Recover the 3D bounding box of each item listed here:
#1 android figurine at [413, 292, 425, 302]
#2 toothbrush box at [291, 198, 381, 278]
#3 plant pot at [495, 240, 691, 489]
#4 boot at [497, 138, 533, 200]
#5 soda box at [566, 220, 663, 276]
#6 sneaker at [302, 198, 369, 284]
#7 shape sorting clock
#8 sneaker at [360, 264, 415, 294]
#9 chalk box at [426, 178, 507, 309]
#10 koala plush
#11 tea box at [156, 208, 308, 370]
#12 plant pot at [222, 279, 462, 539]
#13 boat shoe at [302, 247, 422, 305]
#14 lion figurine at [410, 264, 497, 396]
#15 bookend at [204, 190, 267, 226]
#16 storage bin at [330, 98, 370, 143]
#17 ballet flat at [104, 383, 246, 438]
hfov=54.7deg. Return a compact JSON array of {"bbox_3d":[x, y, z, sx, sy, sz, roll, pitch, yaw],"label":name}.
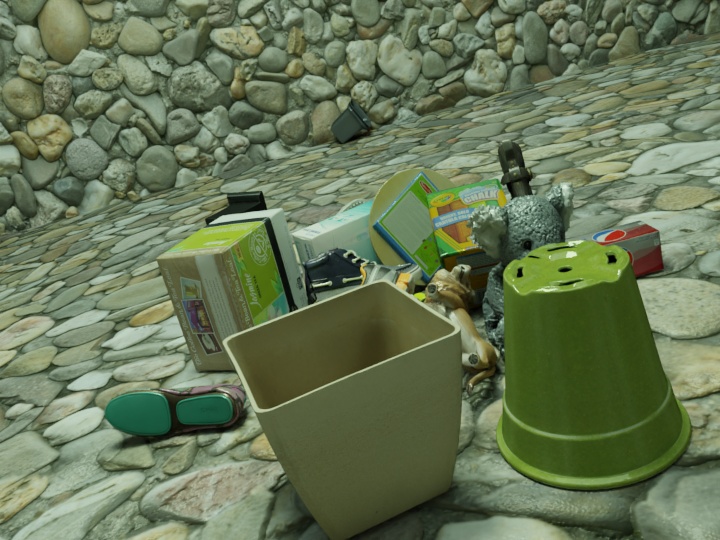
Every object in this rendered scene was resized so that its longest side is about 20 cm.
[{"bbox_3d":[0.023,0.070,1.058,0.180,0.042,0.200,-18,4,-8],"label":"android figurine"},{"bbox_3d":[-0.002,-0.028,1.228,0.198,0.148,0.085,-26,20,-25],"label":"toothbrush box"},{"bbox_3d":[0.220,0.078,0.709,0.197,0.193,0.200,-14,18,5],"label":"plant pot"},{"bbox_3d":[0.269,-0.114,1.139,0.068,0.177,0.200,-16,-14,10],"label":"boot"},{"bbox_3d":[0.348,-0.015,1.056,0.197,0.064,0.070,-15,19,2],"label":"soda box"},{"bbox_3d":[-0.049,-0.047,1.316,0.202,0.075,0.105,-61,17,-3],"label":"sneaker"},{"bbox_3d":[0.106,-0.075,1.206,0.198,0.203,0.039,-21,5,-16],"label":"shape sorting clock"},{"bbox_3d":[-0.002,0.083,0.921,0.076,0.078,0.202,26,77,15],"label":"sneaker"},{"bbox_3d":[0.178,-0.057,1.107,0.123,0.125,0.202,-13,43,5],"label":"chalk box"},{"bbox_3d":[0.225,-0.008,0.922,0.175,0.203,0.184,-18,19,-8],"label":"koala plush"},{"bbox_3d":[-0.198,0.029,1.138,0.132,0.203,0.197,-4,23,27],"label":"tea box"},{"bbox_3d":[-0.008,0.144,0.714,0.197,0.180,0.200,-20,19,-15],"label":"plant pot"},{"bbox_3d":[0.000,0.000,1.128,0.197,0.094,0.075,-19,5,-13],"label":"boat shoe"},{"bbox_3d":[0.132,0.078,0.910,0.072,0.202,0.122,-35,-33,27],"label":"lion figurine"},{"bbox_3d":[-0.249,-0.020,1.310,0.091,0.201,0.200,0,25,32],"label":"bookend"},{"bbox_3d":[-0.041,-0.597,2.852,0.134,0.146,0.200,-39,15,15],"label":"storage bin"},{"bbox_3d":[-0.249,0.189,0.963,0.197,0.070,0.071,-7,2,10],"label":"ballet flat"}]
